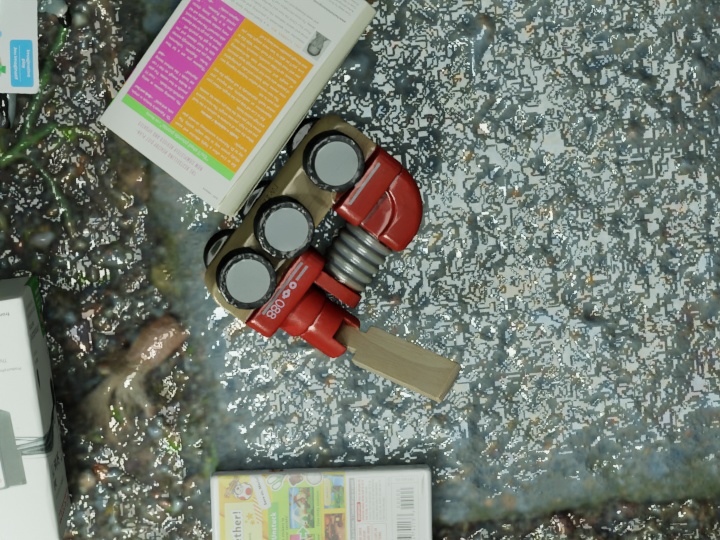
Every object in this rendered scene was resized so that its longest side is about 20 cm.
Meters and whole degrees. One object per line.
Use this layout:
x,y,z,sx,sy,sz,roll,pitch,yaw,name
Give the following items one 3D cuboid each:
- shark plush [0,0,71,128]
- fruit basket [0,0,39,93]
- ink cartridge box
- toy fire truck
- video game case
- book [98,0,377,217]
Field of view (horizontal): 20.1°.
-0.258,-0.211,1.599,0.083,0.091,0.200,6,90,-35,shark plush
-0.329,-0.227,1.543,0.200,0.094,0.186,5,97,33,fruit basket
-0.283,0.114,1.589,0.083,0.147,0.200,-8,97,-4,ink cartridge box
0.000,0.000,1.616,0.200,0.129,0.176,36,92,-18,toy fire truck
-0.030,0.262,1.681,0.182,0.023,0.200,-2,97,-3,video game case
-0.099,-0.163,1.607,0.134,0.048,0.200,37,93,16,book
